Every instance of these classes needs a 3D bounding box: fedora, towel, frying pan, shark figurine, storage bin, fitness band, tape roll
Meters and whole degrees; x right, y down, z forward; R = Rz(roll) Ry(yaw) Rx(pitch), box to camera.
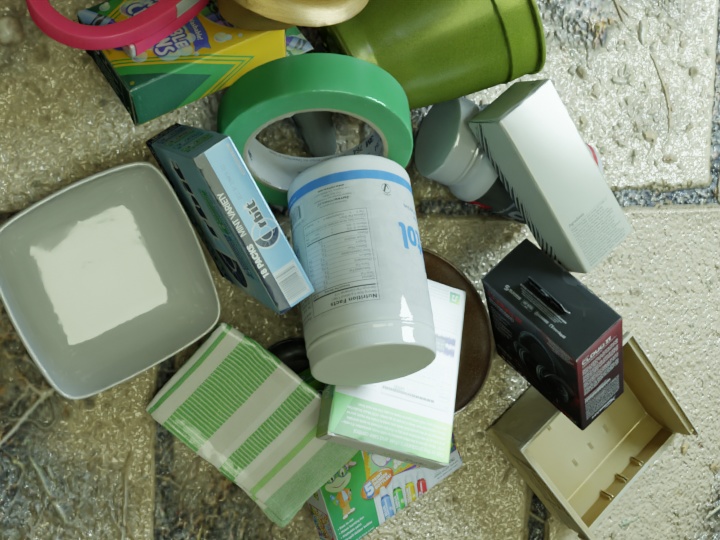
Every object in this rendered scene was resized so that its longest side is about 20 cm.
[{"bbox_3d":[-0.083,-0.283,1.068,0.198,0.082,0.202,16,51,-21],"label":"fedora"},{"bbox_3d":[-0.112,0.163,1.207,0.200,0.023,0.153,41,110,-6],"label":"towel"},{"bbox_3d":[-0.045,0.155,1.302,0.189,0.031,0.116,36,84,-22],"label":"frying pan"},{"bbox_3d":[-0.096,-0.198,1.185,0.213,0.089,0.130,18,90,-28],"label":"shark figurine"},{"bbox_3d":[0.294,0.207,1.428,0.200,0.094,0.199,-44,113,-12],"label":"storage bin"},{"bbox_3d":[-0.224,-0.282,1.091,0.143,0.038,0.200,41,63,16],"label":"fitness band"},{"bbox_3d":[-0.047,-0.136,1.154,0.198,0.200,0.049,10,58,-25],"label":"tape roll"}]

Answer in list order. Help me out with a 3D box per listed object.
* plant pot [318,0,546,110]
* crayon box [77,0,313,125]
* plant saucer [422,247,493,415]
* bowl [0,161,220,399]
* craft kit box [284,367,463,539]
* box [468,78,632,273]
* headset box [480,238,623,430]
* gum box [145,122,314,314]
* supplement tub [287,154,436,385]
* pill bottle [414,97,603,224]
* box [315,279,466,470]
[{"bbox_3d":[0.063,-0.256,1.201,0.191,0.200,0.202,-28,110,-5],"label":"plant pot"},{"bbox_3d":[-0.162,-0.237,1.125,0.198,0.126,0.052,-27,149,-19],"label":"crayon box"},{"bbox_3d":[0.056,0.072,1.272,0.198,0.037,0.203,9,69,-24],"label":"plant saucer"},{"bbox_3d":[-0.262,0.005,1.149,0.198,0.074,0.202,-28,110,-18],"label":"bowl"},{"bbox_3d":[0.011,0.182,1.297,0.199,0.048,0.200,-29,107,-32],"label":"craft kit box"},{"bbox_3d":[0.204,-0.099,1.221,0.082,0.068,0.201,-38,110,-17],"label":"box"},{"bbox_3d":[0.218,0.070,1.282,0.077,0.149,0.201,-40,149,-11],"label":"headset box"},{"bbox_3d":[-0.133,-0.057,1.127,0.044,0.200,0.171,-34,111,-14],"label":"gum box"},{"bbox_3d":[0.000,0.000,1.136,0.130,0.132,0.202,1,67,-24],"label":"supplement tub"},{"bbox_3d":[0.168,-0.121,1.302,0.198,0.114,0.115,18,91,-25],"label":"pill bottle"},{"bbox_3d":[0.036,0.098,1.212,0.143,0.036,0.202,18,63,-20],"label":"box"}]
